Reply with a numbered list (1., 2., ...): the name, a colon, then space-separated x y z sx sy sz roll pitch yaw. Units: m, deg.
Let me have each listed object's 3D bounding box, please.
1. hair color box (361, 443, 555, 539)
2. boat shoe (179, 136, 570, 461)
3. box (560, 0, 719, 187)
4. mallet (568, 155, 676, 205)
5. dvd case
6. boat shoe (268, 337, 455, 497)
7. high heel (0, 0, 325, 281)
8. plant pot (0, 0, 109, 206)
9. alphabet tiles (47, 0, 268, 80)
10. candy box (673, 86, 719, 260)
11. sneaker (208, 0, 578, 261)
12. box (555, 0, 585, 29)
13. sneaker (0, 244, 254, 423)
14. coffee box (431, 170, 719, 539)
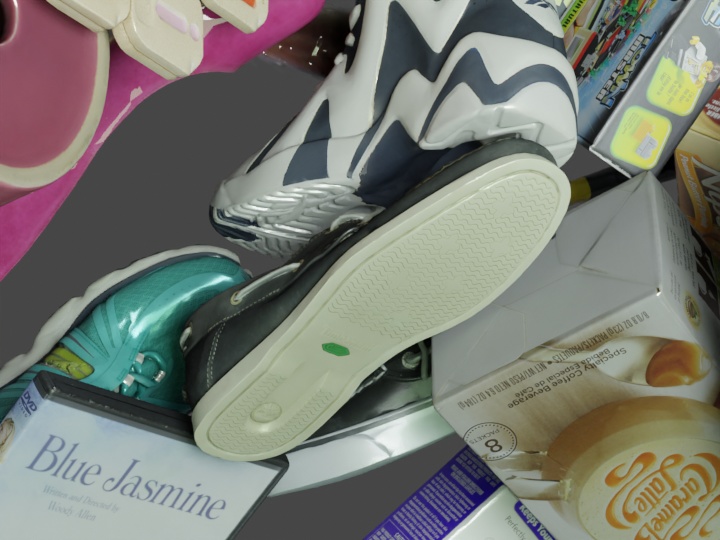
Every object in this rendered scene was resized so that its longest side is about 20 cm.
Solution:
1. hair color box: 0.081 0.136 1.287 0.200 0.065 0.109 -41 112 -3
2. boat shoe: 0.000 0.000 1.129 0.200 0.068 0.072 -37 135 25
3. box: 0.149 -0.139 1.167 0.035 0.110 0.201 32 95 -22
4. mallet: 0.100 -0.038 1.253 0.199 0.066 0.041 -17 84 -15
5. dvd case: -0.138 0.138 1.188 0.142 0.018 0.200 21 114 -42
6. boat shoe: 0.036 0.041 1.243 0.198 0.074 0.068 -25 86 10
7. high heel: -0.100 -0.061 1.184 0.199 0.067 0.097 -19 97 3
8. plant pot: -0.205 -0.083 1.044 0.200 0.178 0.202 17 70 -57
9. alphabet tiles: -0.095 -0.181 1.071 0.195 0.015 0.202 30 53 -53
10. candy box: 0.219 -0.075 1.224 0.200 0.055 0.116 -45 142 -30
11. sneaker: 0.014 -0.087 1.178 0.079 0.199 0.130 23 57 -31
12. box: 0.141 -0.174 1.242 0.199 0.051 0.159 17 98 -20
13. sneaker: -0.124 0.065 1.199 0.199 0.080 0.078 -36 109 -8
14. coffee box: 0.130 0.068 1.169 0.114 0.080 0.200 -27 126 23
